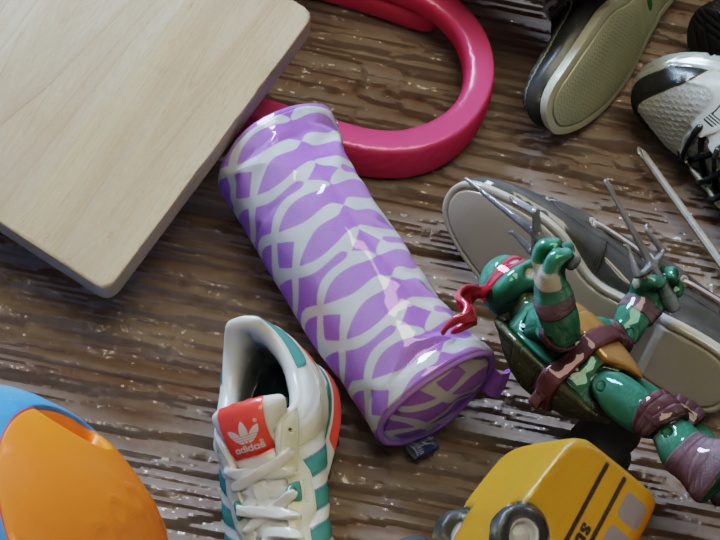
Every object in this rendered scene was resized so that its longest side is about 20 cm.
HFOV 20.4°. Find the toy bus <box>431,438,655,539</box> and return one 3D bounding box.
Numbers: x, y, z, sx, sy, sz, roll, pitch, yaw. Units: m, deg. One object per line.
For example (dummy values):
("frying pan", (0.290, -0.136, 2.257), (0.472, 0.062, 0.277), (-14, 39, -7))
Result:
("toy bus", (0.062, 0.175, 0.967), (0.078, 0.065, 0.201), (39, 65, -18))

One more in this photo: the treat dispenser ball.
("treat dispenser ball", (-0.183, 0.152, 0.912), (0.199, 0.201, 0.202), (4, 56, -6))

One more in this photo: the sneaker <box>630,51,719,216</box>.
("sneaker", (0.235, -0.052, 1.183), (0.200, 0.076, 0.088), (35, 59, 15))

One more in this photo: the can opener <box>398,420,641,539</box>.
("can opener", (0.070, 0.135, 1.049), (0.200, 0.053, 0.066), (-37, 68, -27))

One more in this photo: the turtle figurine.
("turtle figurine", (0.127, 0.036, 1.040), (0.200, 0.101, 0.149), (46, 25, 17))

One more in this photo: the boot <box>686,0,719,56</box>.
("boot", (0.315, -0.130, 1.254), (0.131, 0.070, 0.200), (-34, 71, -32))

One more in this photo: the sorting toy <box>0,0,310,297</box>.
("sorting toy", (-0.161, -0.104, 1.144), (0.198, 0.070, 0.200), (32, 72, 13))

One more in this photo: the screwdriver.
("screwdriver", (0.216, -0.001, 1.172), (0.028, 0.029, 0.201), (-20, 66, -20))

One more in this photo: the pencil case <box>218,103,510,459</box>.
("pencil case", (0.000, 0.000, 1.100), (0.085, 0.084, 0.201), (-22, 66, -28))

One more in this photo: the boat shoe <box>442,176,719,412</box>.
("boat shoe", (0.137, 0.008, 1.143), (0.199, 0.067, 0.057), (35, 36, 9))

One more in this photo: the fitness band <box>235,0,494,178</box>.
("fitness band", (-0.016, -0.130, 1.221), (0.199, 0.038, 0.144), (16, 56, 4))

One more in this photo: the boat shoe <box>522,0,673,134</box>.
("boat shoe", (0.146, -0.162, 1.255), (0.067, 0.072, 0.201), (15, 55, 26))

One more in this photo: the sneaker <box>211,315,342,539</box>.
("sneaker", (-0.049, 0.114, 1.010), (0.070, 0.094, 0.201), (-13, 53, 16))
